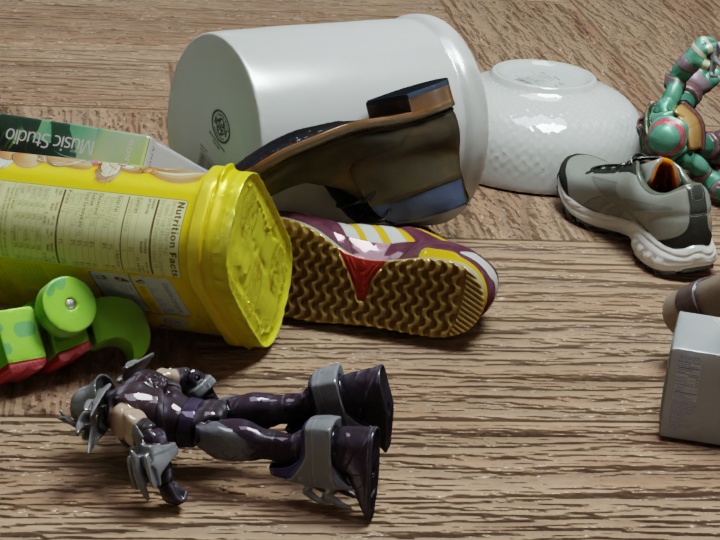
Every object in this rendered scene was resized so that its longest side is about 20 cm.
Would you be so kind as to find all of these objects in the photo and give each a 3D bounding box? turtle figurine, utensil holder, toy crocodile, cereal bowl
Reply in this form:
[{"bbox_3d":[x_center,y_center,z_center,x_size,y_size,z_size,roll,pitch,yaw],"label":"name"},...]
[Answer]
[{"bbox_3d":[0.292,-0.128,1.698,0.100,0.151,0.200,-7,9,18],"label":"turtle figurine"},{"bbox_3d":[-0.028,-0.113,1.516,0.199,0.171,0.170,-6,23,-32],"label":"utensil holder"},{"bbox_3d":[-0.229,0.048,1.239,0.199,0.062,0.067,-9,-14,-34],"label":"toy crocodile"},{"bbox_3d":[0.162,-0.138,1.752,0.199,0.084,0.200,5,22,-2],"label":"cereal bowl"}]

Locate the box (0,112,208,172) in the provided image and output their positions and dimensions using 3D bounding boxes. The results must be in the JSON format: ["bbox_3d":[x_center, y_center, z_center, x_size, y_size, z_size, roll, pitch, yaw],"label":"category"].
[{"bbox_3d":[-0.213,-0.078,1.405,0.199,0.037,0.144,8,-8,21],"label":"box"}]

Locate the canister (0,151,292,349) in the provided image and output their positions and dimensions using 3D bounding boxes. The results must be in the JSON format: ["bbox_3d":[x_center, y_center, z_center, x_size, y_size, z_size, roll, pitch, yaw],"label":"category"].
[{"bbox_3d":[-0.160,-0.017,1.304,0.199,0.087,0.149,7,-24,14],"label":"canister"}]

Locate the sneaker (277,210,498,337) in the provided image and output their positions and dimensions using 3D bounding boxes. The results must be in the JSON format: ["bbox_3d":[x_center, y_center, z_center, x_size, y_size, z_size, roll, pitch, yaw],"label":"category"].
[{"bbox_3d":[0.000,0.000,1.397,0.199,0.075,0.090,15,14,12],"label":"sneaker"}]

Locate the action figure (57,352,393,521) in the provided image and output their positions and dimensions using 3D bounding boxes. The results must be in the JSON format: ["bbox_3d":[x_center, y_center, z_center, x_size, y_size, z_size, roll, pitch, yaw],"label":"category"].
[{"bbox_3d":[-0.084,0.093,1.142,0.199,0.070,0.130,4,28,11],"label":"action figure"}]

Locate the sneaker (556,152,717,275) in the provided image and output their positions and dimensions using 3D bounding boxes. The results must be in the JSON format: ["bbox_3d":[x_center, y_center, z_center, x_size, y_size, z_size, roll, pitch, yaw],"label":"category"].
[{"bbox_3d":[0.227,-0.064,1.579,0.074,0.080,0.200,-8,23,-24],"label":"sneaker"}]

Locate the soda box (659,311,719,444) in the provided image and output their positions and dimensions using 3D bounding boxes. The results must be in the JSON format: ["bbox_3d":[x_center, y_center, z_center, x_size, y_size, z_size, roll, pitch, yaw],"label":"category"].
[{"bbox_3d":[0.295,0.080,1.241,0.199,0.064,0.068,9,21,11],"label":"soda box"}]

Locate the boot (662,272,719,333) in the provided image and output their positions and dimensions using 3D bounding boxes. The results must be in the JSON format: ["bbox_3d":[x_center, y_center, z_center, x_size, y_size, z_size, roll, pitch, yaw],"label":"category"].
[{"bbox_3d":[0.264,0.014,1.292,0.146,0.071,0.200,-14,-32,43],"label":"boot"}]

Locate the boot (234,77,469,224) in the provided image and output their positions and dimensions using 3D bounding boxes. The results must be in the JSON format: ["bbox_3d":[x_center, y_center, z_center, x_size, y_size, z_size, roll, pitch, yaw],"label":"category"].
[{"bbox_3d":[-0.002,-0.064,1.398,0.199,0.097,0.075,-24,12,-28],"label":"boot"}]
